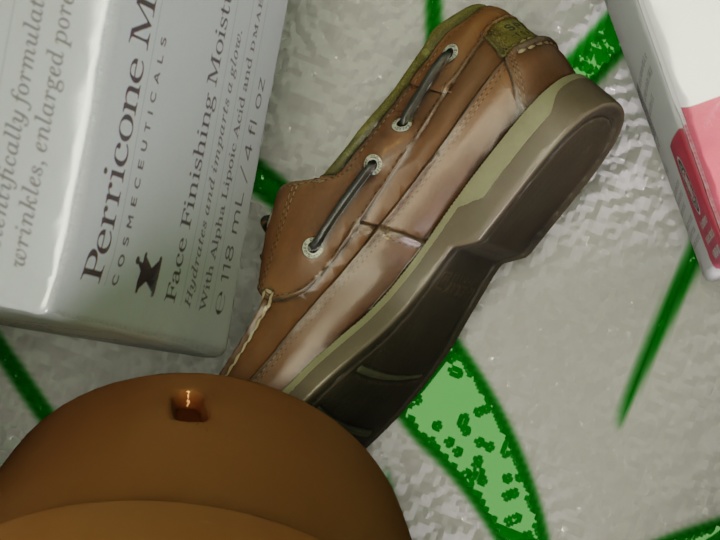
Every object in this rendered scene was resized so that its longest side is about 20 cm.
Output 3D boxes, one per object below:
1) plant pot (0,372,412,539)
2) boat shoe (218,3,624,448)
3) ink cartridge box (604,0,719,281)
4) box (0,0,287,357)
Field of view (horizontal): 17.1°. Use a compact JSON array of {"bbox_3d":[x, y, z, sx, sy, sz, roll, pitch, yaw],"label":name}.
[{"bbox_3d":[-0.055,0.126,0.727,0.199,0.140,0.201,2,124,3],"label":"plant pot"},{"bbox_3d":[0.000,0.000,0.808,0.068,0.072,0.200,43,91,21],"label":"boat shoe"},{"bbox_3d":[0.115,-0.107,0.760,0.085,0.146,0.201,-21,85,4],"label":"ink cartridge box"},{"bbox_3d":[-0.136,-0.088,0.768,0.199,0.131,0.200,9,87,23],"label":"box"}]
